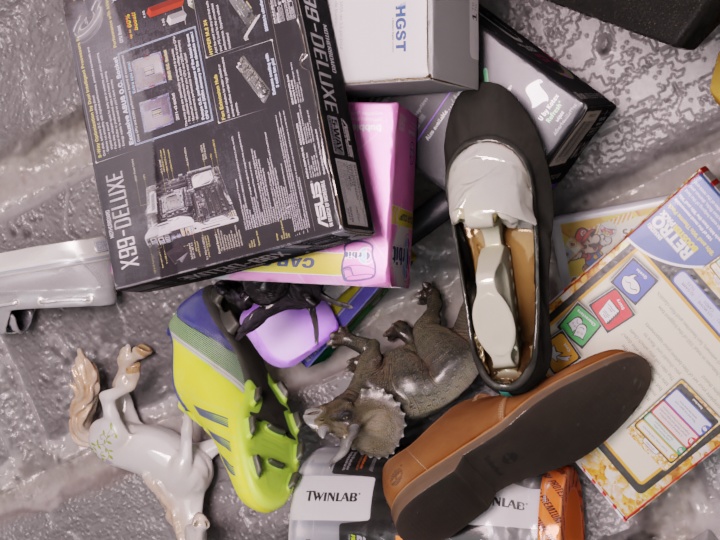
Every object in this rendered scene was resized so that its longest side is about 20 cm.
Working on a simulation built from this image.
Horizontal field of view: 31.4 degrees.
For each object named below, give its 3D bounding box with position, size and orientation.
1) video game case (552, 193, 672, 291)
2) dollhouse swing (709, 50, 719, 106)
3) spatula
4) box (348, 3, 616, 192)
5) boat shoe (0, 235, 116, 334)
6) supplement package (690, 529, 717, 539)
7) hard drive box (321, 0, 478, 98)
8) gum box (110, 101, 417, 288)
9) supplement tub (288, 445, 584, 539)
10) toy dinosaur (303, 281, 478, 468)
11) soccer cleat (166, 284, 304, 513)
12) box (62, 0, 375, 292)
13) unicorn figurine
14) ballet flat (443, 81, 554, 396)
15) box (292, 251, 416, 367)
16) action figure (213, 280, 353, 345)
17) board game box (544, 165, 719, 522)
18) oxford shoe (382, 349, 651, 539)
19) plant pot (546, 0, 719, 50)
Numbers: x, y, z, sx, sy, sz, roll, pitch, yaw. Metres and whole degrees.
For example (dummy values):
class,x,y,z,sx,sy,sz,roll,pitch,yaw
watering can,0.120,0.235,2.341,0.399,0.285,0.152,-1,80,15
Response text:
class,x,y,z,sx,sy,sz,roll,pitch,yaw
video game case,0.248,0.034,0.904,0.199,0.023,0.183,-10,93,21
dollhouse swing,0.359,-0.087,0.828,0.200,0.176,0.182,-39,122,9
spatula,0.000,0.000,0.941,0.200,0.021,0.057,-37,81,17
box,0.061,-0.132,0.896,0.200,0.122,0.106,39,108,11
boat shoe,-0.293,0.020,1.074,0.199,0.072,0.069,-11,92,11
supplement package,0.192,0.295,0.904,0.200,0.117,0.118,-37,84,20
hard drive box,-0.030,-0.188,0.816,0.199,0.077,0.157,1,92,28
gum box,-0.068,-0.050,0.834,0.199,0.066,0.114,3,89,14
supplement tub,0.057,0.190,0.936,0.199,0.122,0.123,-3,95,20
toy dinosaur,0.042,0.072,0.943,0.199,0.077,0.102,-27,53,-15
soccer cleat,-0.100,0.102,0.970,0.084,0.065,0.201,-39,51,23
box,-0.089,-0.100,0.770,0.157,0.050,0.201,-14,84,23
unicorn figurine,-0.159,0.149,1.043,0.199,0.074,0.138,29,106,31
ballet flat,0.088,-0.017,0.801,0.068,0.068,0.201,-7,97,19
box,-0.067,-0.037,0.994,0.200,0.048,0.117,45,107,11
action figure,-0.080,-0.033,0.923,0.200,0.102,0.119,45,102,7
board game box,0.209,0.051,0.882,0.200,0.046,0.152,-43,82,20
oxford shoe,0.100,0.102,0.862,0.199,0.071,0.071,-29,127,1
plant pot,0.175,-0.243,0.763,0.199,0.200,0.178,23,114,14
